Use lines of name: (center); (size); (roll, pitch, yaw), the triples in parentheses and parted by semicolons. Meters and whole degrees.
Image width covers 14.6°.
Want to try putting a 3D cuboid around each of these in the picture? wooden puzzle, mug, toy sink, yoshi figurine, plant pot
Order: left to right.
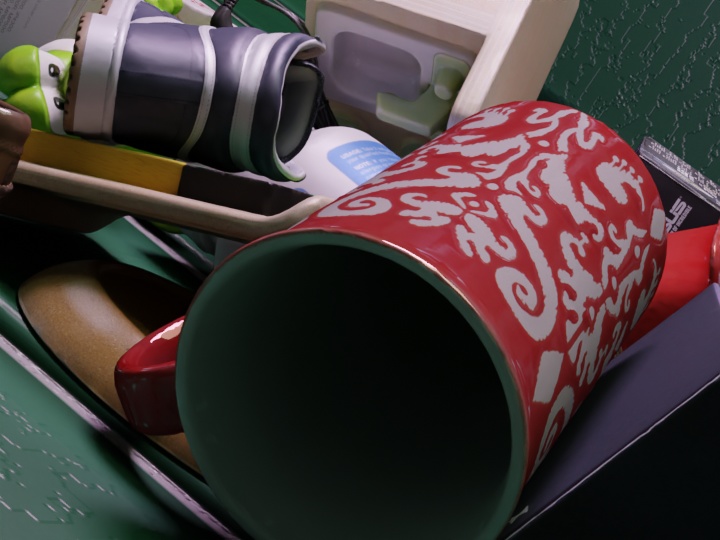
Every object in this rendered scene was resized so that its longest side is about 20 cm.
yoshi figurine: (-0.109, -0.085, 1.450); (0.112, 0.112, 0.200); (44, 14, 18)
wooden puzzle: (-0.072, -0.030, 1.225); (0.199, 0.037, 0.185); (8, -2, 24)
plant pot: (-0.053, 0.051, 1.175); (0.200, 0.028, 0.200); (33, 10, -6)
mug: (0.016, 0.008, 1.054); (0.177, 0.134, 0.200); (21, 28, 17)
toy sink: (0.037, -0.126, 1.468); (0.112, 0.201, 0.131); (19, -33, 11)

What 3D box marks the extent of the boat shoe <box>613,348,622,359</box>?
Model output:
boat shoe: (0.118, 0.088, 1.228); (0.203, 0.075, 0.075); (60, 0, -33)

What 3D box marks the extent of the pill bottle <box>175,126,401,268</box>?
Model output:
pill bottle: (0.000, 0.000, 1.364); (0.200, 0.112, 0.112); (40, 11, 29)

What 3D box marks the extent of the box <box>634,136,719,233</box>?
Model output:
box: (0.163, 0.011, 1.743); (0.086, 0.164, 0.200); (35, 9, 2)

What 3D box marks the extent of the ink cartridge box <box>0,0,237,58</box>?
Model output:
ink cartridge box: (-0.186, -0.166, 1.636); (0.200, 0.083, 0.147); (37, 9, 35)

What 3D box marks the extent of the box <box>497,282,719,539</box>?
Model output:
box: (0.157, 0.126, 1.077); (0.199, 0.123, 0.200); (50, 8, -3)

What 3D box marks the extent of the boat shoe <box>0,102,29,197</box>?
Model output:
boat shoe: (-0.215, -0.092, 1.128); (0.202, 0.075, 0.075); (36, 9, 11)

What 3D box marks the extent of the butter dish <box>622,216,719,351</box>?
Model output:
butter dish: (0.137, 0.062, 1.427); (0.147, 0.201, 0.199); (2, 12, 12)

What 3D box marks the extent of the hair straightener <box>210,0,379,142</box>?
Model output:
hair straightener: (-0.019, -0.065, 1.452); (0.041, 0.077, 0.201); (-35, 107, -53)

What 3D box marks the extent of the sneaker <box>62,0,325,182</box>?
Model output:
sneaker: (-0.071, -0.082, 1.264); (0.108, 0.071, 0.200); (8, 7, -1)
